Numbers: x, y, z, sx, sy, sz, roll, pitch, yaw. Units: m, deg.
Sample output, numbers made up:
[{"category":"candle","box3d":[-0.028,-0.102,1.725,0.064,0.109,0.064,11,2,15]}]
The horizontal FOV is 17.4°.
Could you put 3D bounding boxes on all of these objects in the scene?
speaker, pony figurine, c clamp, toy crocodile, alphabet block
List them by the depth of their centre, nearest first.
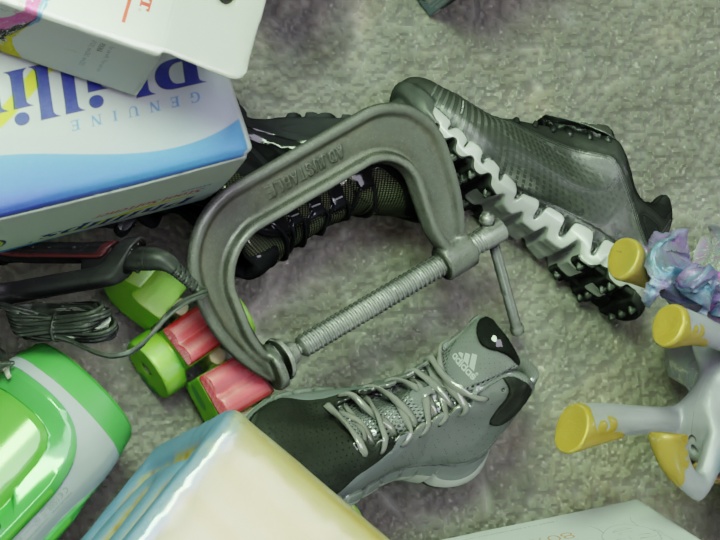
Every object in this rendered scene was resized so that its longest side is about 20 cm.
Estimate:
[{"category":"alphabet block","box3d":[-0.065,0.211,1.179,0.200,0.196,0.196,41,74,-6]},{"category":"speaker","box3d":[-0.214,0.134,1.256,0.088,0.088,0.200,45,72,-5]},{"category":"c clamp","box3d":[0.000,0.000,1.306,0.199,0.027,0.172,-25,117,-24]},{"category":"toy crocodile","box3d":[-0.070,0.071,1.321,0.067,0.062,0.200,-35,92,-18]},{"category":"pony figurine","box3d":[0.209,0.055,1.339,0.200,0.166,0.194,29,73,-44]}]

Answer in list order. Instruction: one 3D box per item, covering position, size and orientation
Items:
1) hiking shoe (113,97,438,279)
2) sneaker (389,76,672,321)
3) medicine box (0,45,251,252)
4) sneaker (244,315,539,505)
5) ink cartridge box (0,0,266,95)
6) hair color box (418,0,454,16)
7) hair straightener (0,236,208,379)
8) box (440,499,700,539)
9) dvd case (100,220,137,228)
[{"category":"hiking shoe","box3d":[-0.044,-0.037,1.333,0.199,0.076,0.101,11,71,-15]},{"category":"sneaker","box3d":[0.106,-0.062,1.396,0.200,0.066,0.091,38,70,-12]},{"category":"medicine box","box3d":[-0.178,-0.119,1.216,0.181,0.103,0.201,-16,81,-22]},{"category":"sneaker","box3d":[0.025,0.066,1.283,0.200,0.116,0.075,-4,54,-51]},{"category":"ink cartridge box","box3d":[-0.143,-0.163,1.147,0.199,0.067,0.117,19,71,-12]},{"category":"hair color box","box3d":[0.114,-0.239,1.406,0.200,0.099,0.061,-37,93,-18]},{"category":"hair straightener","box3d":[-0.178,0.021,1.262,0.199,0.041,0.077,0,78,14]},{"category":"box","box3d":[0.127,0.213,1.273,0.152,0.200,0.107,-9,104,-16]},{"category":"dvd case","box3d":[-0.201,-0.125,1.338,0.148,0.016,0.201,1,81,-17]}]
